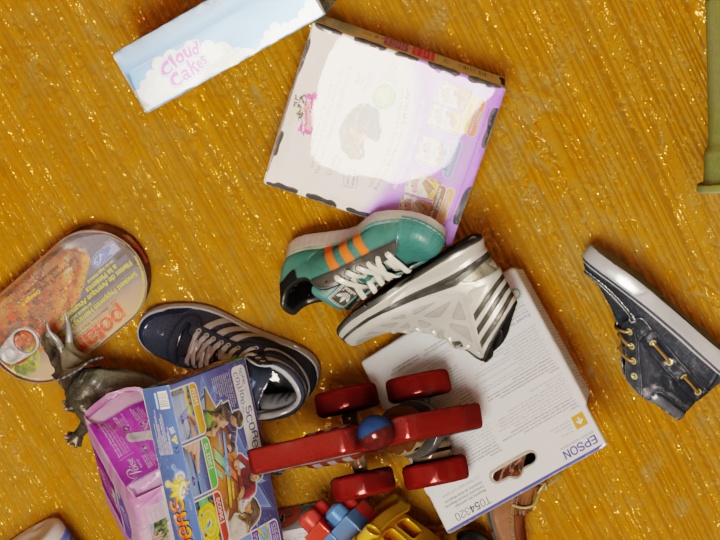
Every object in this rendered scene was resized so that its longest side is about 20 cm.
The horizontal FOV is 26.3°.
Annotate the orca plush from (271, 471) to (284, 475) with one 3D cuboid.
[{"bbox_3d":[-0.125,0.244,1.624,0.200,0.105,0.071,50,144,18],"label":"orca plush"}]

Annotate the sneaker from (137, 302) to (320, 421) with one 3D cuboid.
[{"bbox_3d":[-0.140,0.094,1.584,0.198,0.109,0.071,17,107,-1],"label":"sneaker"}]

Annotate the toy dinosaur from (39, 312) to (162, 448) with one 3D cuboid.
[{"bbox_3d":[-0.252,0.134,1.601,0.199,0.077,0.103,23,128,-15],"label":"toy dinosaur"}]

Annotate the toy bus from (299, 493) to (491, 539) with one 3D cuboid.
[{"bbox_3d":[0.031,0.301,1.606,0.192,0.200,0.136,44,112,11],"label":"toy bus"}]

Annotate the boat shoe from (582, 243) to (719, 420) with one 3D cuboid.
[{"bbox_3d":[0.282,0.066,1.561,0.200,0.071,0.091,40,102,-10],"label":"boat shoe"}]

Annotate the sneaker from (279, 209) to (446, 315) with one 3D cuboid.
[{"bbox_3d":[0.000,0.000,1.519,0.199,0.080,0.071,-15,140,40],"label":"sneaker"}]

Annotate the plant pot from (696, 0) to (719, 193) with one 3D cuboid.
[{"bbox_3d":[0.398,-0.179,1.433,0.199,0.200,0.186,-10,94,7],"label":"plant pot"}]

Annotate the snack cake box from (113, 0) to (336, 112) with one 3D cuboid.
[{"bbox_3d":[-0.127,-0.234,1.482,0.199,0.115,0.068,-27,103,12],"label":"snack cake box"}]

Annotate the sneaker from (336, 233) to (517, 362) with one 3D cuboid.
[{"bbox_3d":[0.070,0.057,1.524,0.200,0.076,0.116,-31,94,37],"label":"sneaker"}]

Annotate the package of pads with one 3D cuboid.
[{"bbox_3d":[-0.218,0.219,1.575,0.075,0.121,0.201,-27,149,-19],"label":"package of pads"}]

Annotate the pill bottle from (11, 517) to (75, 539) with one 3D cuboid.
[{"bbox_3d":[-0.316,0.381,1.683,0.113,0.114,0.201,-31,102,13],"label":"pill bottle"}]

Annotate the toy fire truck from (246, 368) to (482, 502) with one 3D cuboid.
[{"bbox_3d":[0.010,0.165,1.498,0.199,0.168,0.113,-14,84,26],"label":"toy fire truck"}]

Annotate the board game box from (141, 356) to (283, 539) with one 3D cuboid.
[{"bbox_3d":[-0.138,0.195,1.484,0.034,0.135,0.202,-10,93,29],"label":"board game box"}]

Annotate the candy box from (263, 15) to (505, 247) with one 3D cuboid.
[{"bbox_3d":[0.023,-0.139,1.521,0.198,0.072,0.169,19,108,-2],"label":"candy box"}]

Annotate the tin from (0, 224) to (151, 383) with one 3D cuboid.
[{"bbox_3d":[-0.306,0.035,1.618,0.200,0.042,0.112,-38,96,14],"label":"tin"}]

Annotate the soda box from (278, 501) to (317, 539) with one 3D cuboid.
[{"bbox_3d":[-0.127,0.308,1.672,0.198,0.064,0.069,-12,106,7],"label":"soda box"}]

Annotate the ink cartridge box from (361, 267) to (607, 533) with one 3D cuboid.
[{"bbox_3d":[0.126,0.131,1.559,0.196,0.043,0.201,-32,77,20],"label":"ink cartridge box"}]

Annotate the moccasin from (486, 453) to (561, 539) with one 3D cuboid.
[{"bbox_3d":[0.170,0.202,1.617,0.077,0.074,0.203,3,97,12],"label":"moccasin"}]
